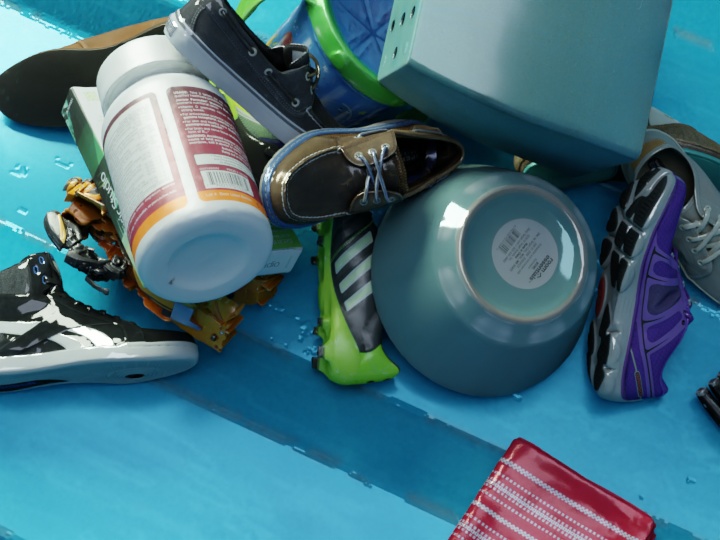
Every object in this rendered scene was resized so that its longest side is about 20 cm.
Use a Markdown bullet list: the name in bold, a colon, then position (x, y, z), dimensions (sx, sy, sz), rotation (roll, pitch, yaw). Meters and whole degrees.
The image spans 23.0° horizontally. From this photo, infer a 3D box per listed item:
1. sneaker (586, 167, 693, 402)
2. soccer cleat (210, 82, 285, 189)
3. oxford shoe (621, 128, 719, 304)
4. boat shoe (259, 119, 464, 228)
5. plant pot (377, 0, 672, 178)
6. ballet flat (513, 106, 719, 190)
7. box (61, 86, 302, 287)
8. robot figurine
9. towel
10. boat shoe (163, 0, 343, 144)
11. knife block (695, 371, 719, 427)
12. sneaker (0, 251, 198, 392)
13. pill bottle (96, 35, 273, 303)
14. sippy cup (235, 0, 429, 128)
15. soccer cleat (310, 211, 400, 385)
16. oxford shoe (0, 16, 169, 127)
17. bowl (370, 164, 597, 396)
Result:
- **sneaker**: position (0.244, 0.012, 1.480), dimensions (0.082, 0.081, 0.202), rotation (5, 109, -11)
- **soccer cleat**: position (-0.095, -0.112, 1.504), dimensions (0.065, 0.084, 0.200), rotation (-47, 65, 12)
- **oxford shoe**: position (0.293, -0.034, 1.504), dimensions (0.075, 0.058, 0.200), rotation (-39, 97, 10)
- **boat shoe**: position (0.005, -0.084, 1.431), dimensions (0.199, 0.072, 0.073), rotation (-26, 111, -41)
- **plant pot**: position (0.125, -0.178, 1.439), dimensions (0.198, 0.141, 0.143), rotation (16, 83, -15)
- **ballet flat**: position (0.234, -0.109, 1.564), dimensions (0.197, 0.068, 0.073), rotation (-2, 52, 3)
- **box**: position (-0.152, -0.076, 1.494), dimensions (0.143, 0.036, 0.201), rotation (-5, 51, -34)
- **robot figurine**: position (-0.168, -0.024, 1.502), dimensions (0.199, 0.058, 0.145), rotation (35, 41, 6)
- **towel**: position (0.135, 0.251, 1.443), dimensions (0.144, 0.023, 0.201), rotation (32, 73, 12)
- **boat shoe**: position (-0.069, -0.160, 1.437), dimensions (0.066, 0.200, 0.070), rotation (-43, 29, 15)
- **knife block**: position (0.361, 0.166, 1.454), dimensions (0.173, 0.064, 0.202), rotation (7, 70, 3)
- **sneaker**: position (-0.237, 0.036, 1.492), dimensions (0.197, 0.073, 0.113), rotation (-4, 71, -1)
- **pill bottle**: position (-0.144, -0.083, 1.395), dimensions (0.108, 0.110, 0.201), rotation (-16, 55, -6)
- **sippy cup**: position (-0.025, -0.177, 1.533), dimensions (0.179, 0.130, 0.139), rotation (55, 36, -2)
- **soccer cleat**: position (0.000, 0.000, 1.519), dimensions (0.080, 0.068, 0.203), rotation (3, 75, -11)
- **oxford shoe**: position (-0.231, -0.180, 1.586), dimensions (0.198, 0.071, 0.072), rotation (-14, 112, 6)
- **bowl**: position (0.116, -0.003, 1.466), dimensions (0.198, 0.105, 0.203), rotation (3, 78, -14)
